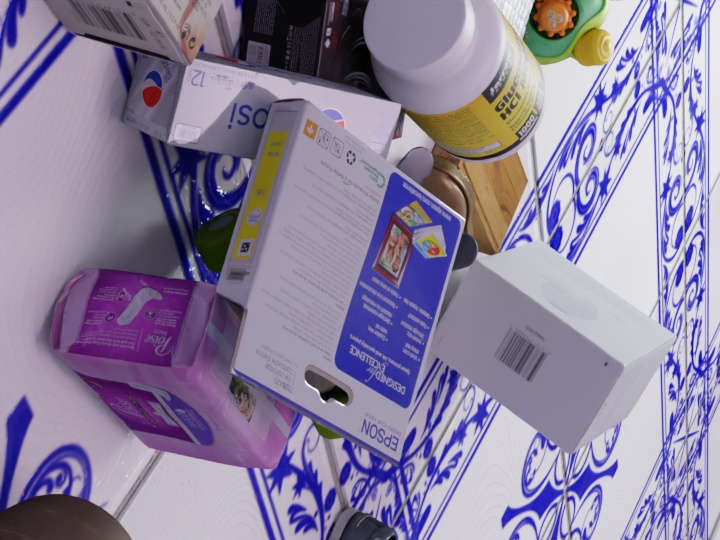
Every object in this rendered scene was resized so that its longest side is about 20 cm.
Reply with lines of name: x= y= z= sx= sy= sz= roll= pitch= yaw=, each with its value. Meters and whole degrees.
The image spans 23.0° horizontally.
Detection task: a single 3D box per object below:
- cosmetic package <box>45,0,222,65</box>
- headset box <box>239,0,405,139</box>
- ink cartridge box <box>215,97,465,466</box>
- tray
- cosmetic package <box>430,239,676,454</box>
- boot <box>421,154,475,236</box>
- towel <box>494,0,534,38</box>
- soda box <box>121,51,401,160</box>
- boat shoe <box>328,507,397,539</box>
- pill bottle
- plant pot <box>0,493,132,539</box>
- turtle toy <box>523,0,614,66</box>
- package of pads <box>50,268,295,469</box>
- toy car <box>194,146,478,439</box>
cosmetic package: x=-0.122 y=-0.247 z=1.143 sx=0.202 sy=0.102 sz=0.087 roll=-65 pitch=157 yaw=-16
headset box: x=-0.019 y=-0.178 z=1.445 sx=0.200 sy=0.074 sz=0.150 roll=-21 pitch=122 yaw=-62
ink cartridge box: x=-0.017 y=0.012 z=1.265 sx=0.197 sy=0.047 sz=0.202 roll=34 pitch=68 yaw=-44
tray: x=0.129 y=-0.106 z=1.871 sx=0.099 sy=0.037 sz=0.200 roll=-66 pitch=156 yaw=-19
cosmetic package: x=0.211 y=0.079 z=1.933 sx=0.200 sy=0.199 sz=0.124 roll=-17 pitch=139 yaw=-62
boot: x=0.048 y=0.009 z=1.726 sx=0.201 sy=0.066 sz=0.176 roll=-62 pitch=153 yaw=-24
towel: x=0.113 y=-0.295 z=1.664 sx=0.165 sy=0.085 sz=0.202 roll=24 pitch=80 yaw=-68
soda box: x=-0.070 y=-0.114 z=1.284 sx=0.199 sy=0.068 sz=0.064 roll=7 pitch=102 yaw=-41
boat shoe: x=-0.018 y=0.344 z=1.785 sx=0.073 sy=0.061 sz=0.202 roll=36 pitch=72 yaw=-65
pill bottle: x=0.075 y=-0.167 z=1.425 sx=0.200 sy=0.111 sz=0.114 roll=33 pitch=74 yaw=-65
plant pot: x=-0.220 y=0.232 z=1.152 sx=0.175 sy=0.198 sz=0.203 roll=-65 pitch=162 yaw=-67
turtle toy: x=0.199 y=-0.299 z=1.807 sx=0.101 sy=0.145 sz=0.202 roll=33 pitch=72 yaw=-43
package of pads: x=-0.133 y=0.075 z=1.289 sx=0.200 sy=0.119 sz=0.076 roll=60 pitch=40 yaw=-58
toy car: x=0.000 y=0.000 z=1.387 sx=0.199 sy=0.158 sz=0.165 roll=-34 pitch=114 yaw=-15
